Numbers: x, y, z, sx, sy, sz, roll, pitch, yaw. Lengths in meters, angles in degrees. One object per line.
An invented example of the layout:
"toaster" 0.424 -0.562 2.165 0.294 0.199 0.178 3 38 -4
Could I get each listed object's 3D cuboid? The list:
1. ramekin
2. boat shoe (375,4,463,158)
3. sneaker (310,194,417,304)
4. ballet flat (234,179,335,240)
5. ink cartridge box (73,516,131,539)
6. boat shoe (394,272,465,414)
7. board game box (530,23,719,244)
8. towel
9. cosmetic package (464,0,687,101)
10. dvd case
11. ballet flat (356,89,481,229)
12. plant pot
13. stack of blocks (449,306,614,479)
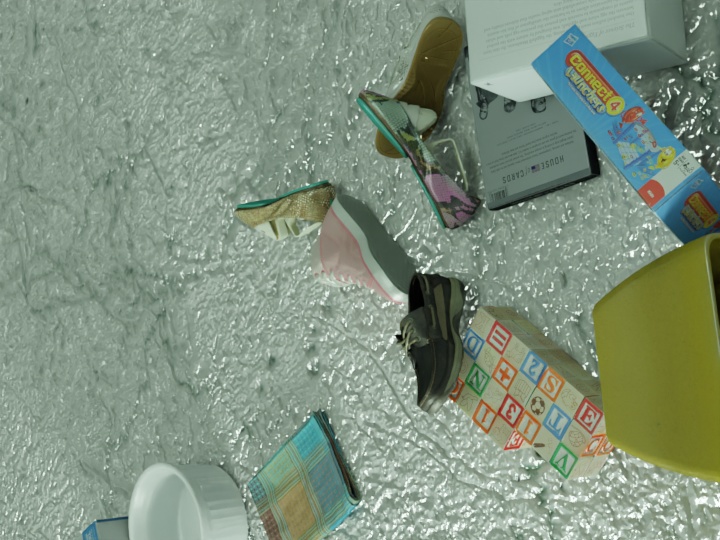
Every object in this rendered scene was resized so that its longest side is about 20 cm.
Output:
"ramekin" -0.256 0.387 1.655 0.199 0.097 0.204 -3 87 47
"boat shoe" 0.071 -0.233 1.361 0.070 0.070 0.201 -100 29 -51
"sneaker" 0.000 0.000 1.412 0.105 0.075 0.201 -57 44 23
"ballet flat" -0.107 -0.076 1.539 0.199 0.070 0.066 -10 96 50
"ink cartridge box" -0.401 0.471 1.771 0.200 0.143 0.085 -42 59 37
"boat shoe" 0.074 0.081 1.270 0.201 0.072 0.075 -82 15 -50
"board game box" 0.269 -0.112 1.041 0.056 0.199 0.197 -41 59 14
"towel" -0.083 0.308 1.529 0.200 0.022 0.148 -48 55 34
"cosmetic package" 0.217 -0.299 1.139 0.197 0.122 0.203 -8 81 35
"dvd case" 0.191 -0.185 1.254 0.149 0.025 0.203 -18 76 45
"ballet flat" 0.076 -0.145 1.319 0.071 0.069 0.201 -35 89 4
"plant pot" 0.323 0.082 0.996 0.176 0.198 0.203 -16 77 57
"stack of blocks" 0.190 0.142 1.218 0.200 0.058 0.116 42 118 39
